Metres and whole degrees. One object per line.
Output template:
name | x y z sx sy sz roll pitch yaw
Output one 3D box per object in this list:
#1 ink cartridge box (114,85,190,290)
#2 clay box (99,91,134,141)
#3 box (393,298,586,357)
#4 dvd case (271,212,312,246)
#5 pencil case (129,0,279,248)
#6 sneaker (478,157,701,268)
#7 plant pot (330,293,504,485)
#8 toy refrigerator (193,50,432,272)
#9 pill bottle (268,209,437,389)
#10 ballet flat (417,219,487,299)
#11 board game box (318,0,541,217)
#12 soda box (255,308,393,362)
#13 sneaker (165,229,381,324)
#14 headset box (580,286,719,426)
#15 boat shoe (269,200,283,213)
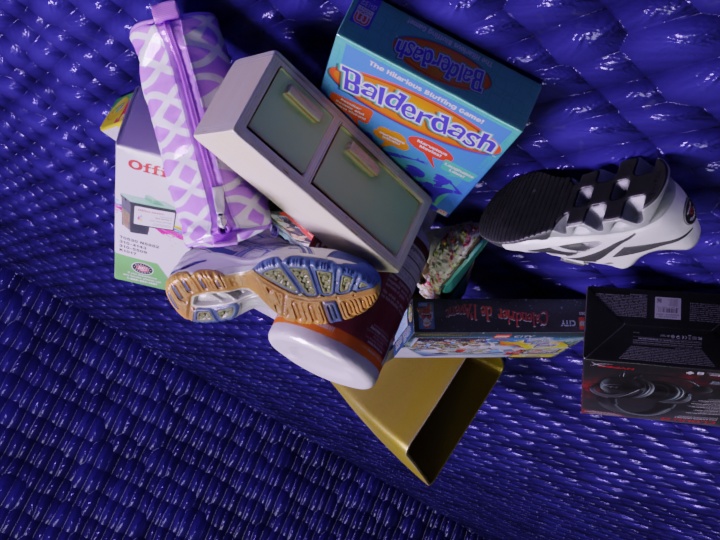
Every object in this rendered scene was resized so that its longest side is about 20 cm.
ink cartridge box | -0.165 -0.067 0.909 0.142 0.085 0.201 13 140 -5
clay box | -0.187 -0.148 0.977 0.114 0.048 0.198 36 158 -31
box | 0.142 0.066 1.017 0.196 0.038 0.137 0 163 -7
dvd case | -0.093 -0.056 1.154 0.198 0.022 0.146 9 156 40
pencil case | -0.134 -0.114 0.767 0.083 0.203 0.085 -16 -177 6
sneaker | 0.183 -0.033 0.751 0.088 0.075 0.199 38 159 -31
plant pot | 0.063 0.140 1.240 0.175 0.201 0.200 29 166 24
toy refrigerator | -0.032 -0.083 0.753 0.199 0.077 0.069 40 159 -33
pill bottle | 0.000 0.000 0.886 0.113 0.203 0.114 21 162 7
ballet flat | 0.087 -0.008 0.971 0.064 0.076 0.201 40 161 11
board game box | 0.039 -0.124 0.739 0.150 0.046 0.200 27 162 -2
soda box | -0.042 0.049 1.160 0.198 0.064 0.068 26 -153 26
sneaker | -0.074 -0.007 0.811 0.196 0.089 0.076 1 130 15
headset box | 0.293 0.091 0.901 0.146 0.078 0.201 4 156 14
boat shoe | -0.100 -0.094 0.989 0.075 0.061 0.199 34 161 -29
